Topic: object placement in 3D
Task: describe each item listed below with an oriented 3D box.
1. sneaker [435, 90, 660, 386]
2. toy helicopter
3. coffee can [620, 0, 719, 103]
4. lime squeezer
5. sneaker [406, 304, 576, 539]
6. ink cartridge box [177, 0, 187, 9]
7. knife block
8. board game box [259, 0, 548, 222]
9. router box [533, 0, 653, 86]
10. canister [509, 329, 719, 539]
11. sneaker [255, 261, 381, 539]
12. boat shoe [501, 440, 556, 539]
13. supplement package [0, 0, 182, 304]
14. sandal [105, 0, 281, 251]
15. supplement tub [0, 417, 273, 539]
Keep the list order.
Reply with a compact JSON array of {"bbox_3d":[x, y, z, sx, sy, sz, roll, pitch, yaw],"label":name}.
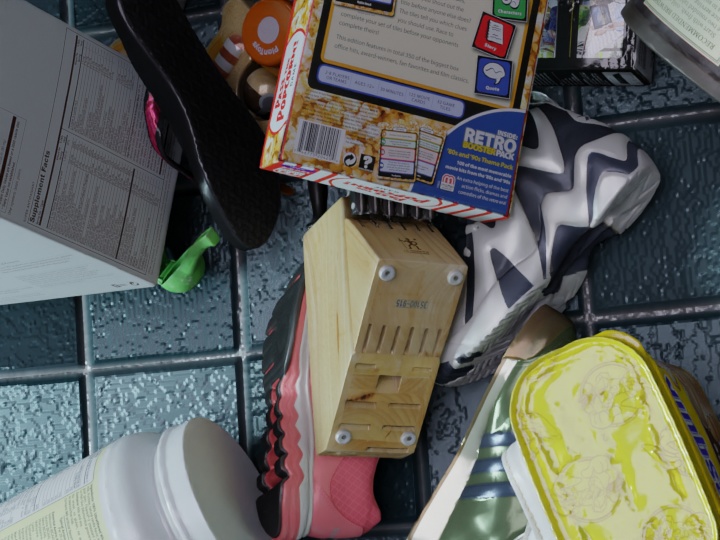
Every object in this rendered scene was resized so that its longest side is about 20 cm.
[{"bbox_3d":[0.085,-0.031,1.140,0.130,0.079,0.199,45,107,26],"label":"sneaker"},{"bbox_3d":[-0.101,-0.126,1.232,0.200,0.079,0.133,10,96,31],"label":"toy helicopter"},{"bbox_3d":[0.272,-0.191,1.031,0.146,0.146,0.200,42,110,19],"label":"coffee can"},{"bbox_3d":[-0.154,-0.014,1.230,0.200,0.071,0.038,13,75,44],"label":"lime squeezer"},{"bbox_3d":[0.108,0.129,1.119,0.090,0.067,0.200,31,101,20],"label":"sneaker"},{"bbox_3d":[-0.198,-0.225,1.198,0.095,0.200,0.037,21,92,20],"label":"ink cartridge box"},{"bbox_3d":[0.000,0.000,1.150,0.176,0.064,0.200,-126,46,-58],"label":"knife block"},{"bbox_3d":[0.034,-0.143,1.067,0.151,0.046,0.200,14,84,-17],"label":"board game box"},{"bbox_3d":[0.123,-0.225,1.159,0.149,0.051,0.200,3,85,22],"label":"router box"},{"bbox_3d":[0.168,0.118,1.024,0.086,0.200,0.149,-26,76,16],"label":"canister"},{"bbox_3d":[-0.019,0.087,1.178,0.087,0.074,0.200,9,71,-18],"label":"sneaker"},{"bbox_3d":[0.122,0.189,1.060,0.069,0.071,0.200,-22,111,15],"label":"boat shoe"},{"bbox_3d":[-0.257,-0.078,1.162,0.191,0.200,0.147,-7,67,39],"label":"supplement package"},{"bbox_3d":[-0.115,-0.104,1.161,0.045,0.075,0.200,-25,96,37],"label":"sandal"},{"bbox_3d":[-0.165,0.196,1.167,0.200,0.145,0.145,-29,75,15],"label":"supplement tub"}]
